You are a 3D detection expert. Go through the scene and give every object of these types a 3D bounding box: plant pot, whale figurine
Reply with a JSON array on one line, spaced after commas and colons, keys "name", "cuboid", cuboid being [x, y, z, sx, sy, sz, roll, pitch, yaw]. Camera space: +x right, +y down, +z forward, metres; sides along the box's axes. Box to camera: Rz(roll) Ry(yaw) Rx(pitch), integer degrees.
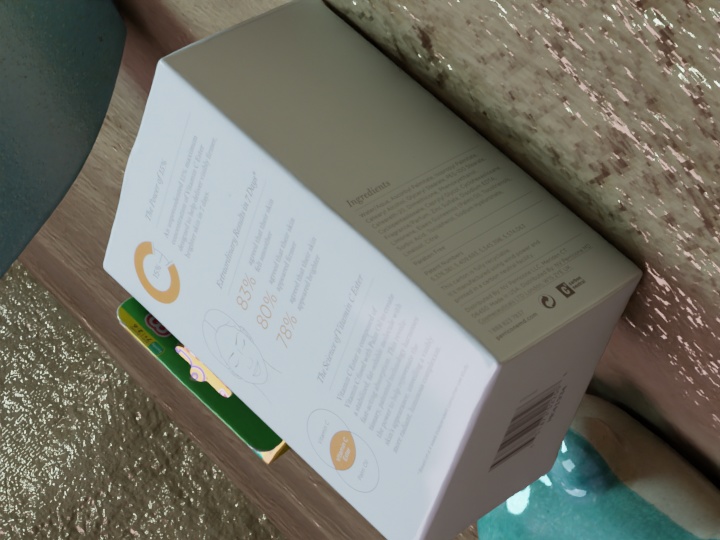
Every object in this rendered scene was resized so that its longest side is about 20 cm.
[{"name": "plant pot", "cuboid": [-0.250, -0.129, 1.374, 0.196, 0.200, 0.196, 38, 168, 32]}, {"name": "whale figurine", "cuboid": [0.130, 0.140, 1.171, 0.159, 0.104, 0.200, 52, 168, -30]}]

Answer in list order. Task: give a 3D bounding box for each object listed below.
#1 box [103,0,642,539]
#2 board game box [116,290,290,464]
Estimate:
[{"name": "box", "cuboid": [0.000, 0.000, 1.032, 0.200, 0.097, 0.125, 42, 136, 21]}, {"name": "board game box", "cuboid": [-0.026, 0.016, 1.136, 0.095, 0.200, 0.030, 42, 127, 10]}]
